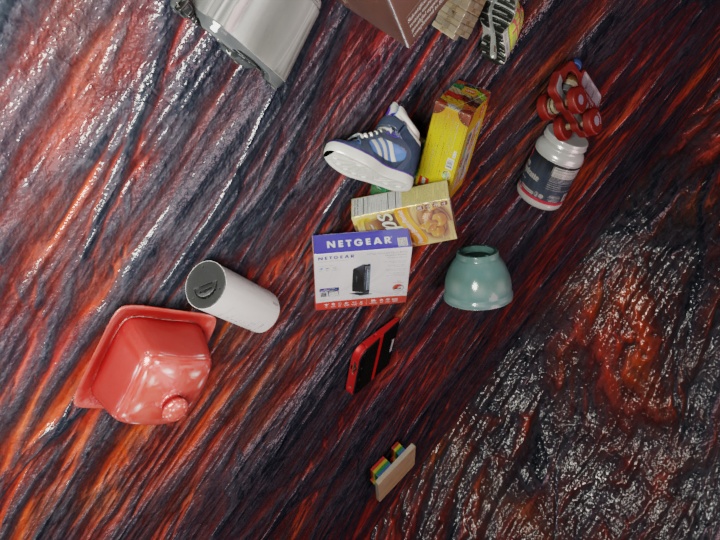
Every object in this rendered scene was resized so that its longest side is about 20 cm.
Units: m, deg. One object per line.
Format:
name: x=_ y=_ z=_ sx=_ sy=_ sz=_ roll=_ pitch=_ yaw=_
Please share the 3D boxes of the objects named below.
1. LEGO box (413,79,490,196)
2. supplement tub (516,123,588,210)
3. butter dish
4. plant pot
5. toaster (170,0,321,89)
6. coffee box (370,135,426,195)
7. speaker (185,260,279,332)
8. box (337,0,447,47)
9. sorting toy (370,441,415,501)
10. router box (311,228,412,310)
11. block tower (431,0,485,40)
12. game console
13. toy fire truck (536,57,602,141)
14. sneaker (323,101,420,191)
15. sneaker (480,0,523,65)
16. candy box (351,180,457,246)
LEGO box: x=0.183 y=-0.256 z=1.444 sx=0.149 sy=0.075 sz=0.204 roll=-49 pitch=157 yaw=-52
supplement tub: x=0.527 y=-0.283 z=1.968 sx=0.139 sy=0.140 sz=0.204 roll=-23 pitch=143 yaw=-44
butter dish: x=-0.316 y=0.175 z=1.128 sx=0.197 sy=0.148 sz=0.202 roll=13 pitch=114 yaw=-49
plant pot: x=0.325 y=0.009 z=1.985 sx=0.198 sy=0.197 sz=0.138 roll=-23 pitch=116 yaw=-44
toaster: x=-0.135 y=-0.324 z=0.859 sx=0.131 sy=0.113 sz=0.199 roll=-57 pitch=152 yaw=4
coffee box: x=0.073 y=-0.175 z=1.467 sx=0.122 sy=0.044 sz=0.203 roll=-37 pitch=151 yaw=-30
speaker: x=-0.216 y=0.049 z=1.234 sx=0.082 sy=0.081 sz=0.200 roll=-51 pitch=154 yaw=1
box: x=0.022 y=-0.426 z=0.881 sx=0.167 sy=0.199 sz=0.164 roll=-48 pitch=155 yaw=-2
sorting toy: x=0.115 y=0.741 z=2.686 sx=0.199 sy=0.069 sz=0.201 roll=-41 pitch=153 yaw=-22
router box: x=0.000 y=0.000 z=1.444 sx=0.193 sy=0.050 sz=0.182 roll=-5 pitch=142 yaw=-5
block tower: x=0.200 y=-0.504 z=1.241 sx=0.057 sy=0.054 sz=0.203 roll=-6 pitch=130 yaw=-55
game console: x=0.032 y=0.235 z=1.953 sx=0.176 sy=0.031 sz=0.203 roll=-38 pitch=152 yaw=-37
toy fire truck: x=0.540 y=-0.439 z=1.813 sx=0.199 sy=0.110 sz=0.172 roll=39 pitch=63 yaw=-34
sneaker: x=0.026 y=-0.241 z=1.293 sx=0.196 sy=0.080 sz=0.151 roll=17 pitch=74 yaw=-32
sneaker: x=0.276 y=-0.496 z=1.369 sx=0.091 sy=0.077 sz=0.201 roll=-51 pitch=161 yaw=-19
candy box: x=0.088 y=-0.102 z=1.420 sx=0.194 sy=0.056 sz=0.117 roll=-11 pitch=138 yaw=11
